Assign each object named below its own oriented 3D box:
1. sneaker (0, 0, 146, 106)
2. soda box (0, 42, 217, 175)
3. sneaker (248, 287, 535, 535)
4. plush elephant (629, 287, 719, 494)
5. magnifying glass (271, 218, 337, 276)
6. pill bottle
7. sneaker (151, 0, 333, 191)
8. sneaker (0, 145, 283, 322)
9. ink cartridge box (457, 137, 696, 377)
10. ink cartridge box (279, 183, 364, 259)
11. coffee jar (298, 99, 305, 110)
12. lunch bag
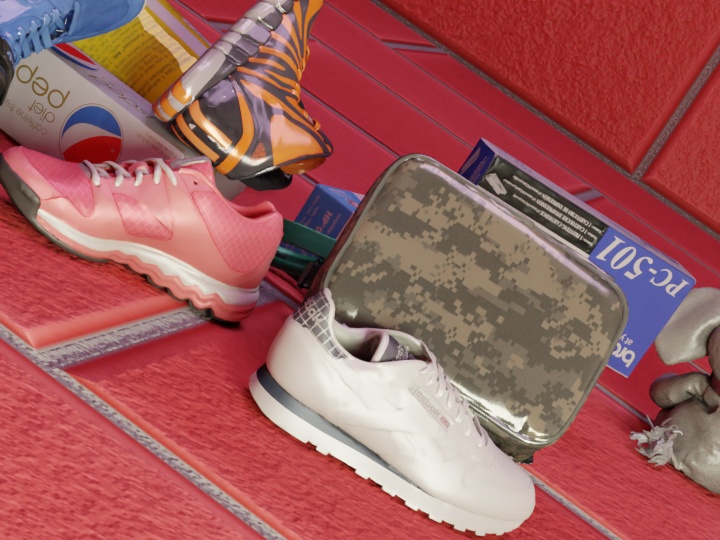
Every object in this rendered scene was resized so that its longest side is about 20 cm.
[{"bbox_3d":[-0.227,-0.146,1.279,0.199,0.077,0.112,-5,50,-22],"label":"sneaker"},{"bbox_3d":[-0.195,-0.105,1.366,0.200,0.068,0.064,37,13,19],"label":"soda box"},{"bbox_3d":[0.033,0.089,1.181,0.199,0.081,0.076,30,11,-21],"label":"sneaker"},{"bbox_3d":[0.322,0.103,1.664,0.165,0.155,0.200,42,15,34],"label":"plush elephant"},{"bbox_3d":[0.000,0.000,1.406,0.199,0.023,0.080,16,-16,12],"label":"magnifying glass"},{"bbox_3d":[-0.161,-0.138,1.451,0.200,0.114,0.114,44,15,14],"label":"pill bottle"},{"bbox_3d":[-0.060,-0.123,1.380,0.112,0.077,0.200,46,45,-8],"label":"sneaker"},{"bbox_3d":[-0.136,-0.045,1.244,0.199,0.087,0.074,26,13,-29],"label":"sneaker"},{"bbox_3d":[0.147,-0.008,1.483,0.199,0.094,0.044,31,11,-23],"label":"ink cartridge box"},{"bbox_3d":[0.045,0.022,1.484,0.200,0.068,0.115,39,13,24],"label":"ink cartridge box"},{"bbox_3d":[-0.127,-0.134,1.604,0.104,0.085,0.200,44,14,14],"label":"coffee jar"},{"bbox_3d":[0.059,0.038,1.303,0.199,0.140,0.168,32,-16,-4],"label":"lunch bag"}]
